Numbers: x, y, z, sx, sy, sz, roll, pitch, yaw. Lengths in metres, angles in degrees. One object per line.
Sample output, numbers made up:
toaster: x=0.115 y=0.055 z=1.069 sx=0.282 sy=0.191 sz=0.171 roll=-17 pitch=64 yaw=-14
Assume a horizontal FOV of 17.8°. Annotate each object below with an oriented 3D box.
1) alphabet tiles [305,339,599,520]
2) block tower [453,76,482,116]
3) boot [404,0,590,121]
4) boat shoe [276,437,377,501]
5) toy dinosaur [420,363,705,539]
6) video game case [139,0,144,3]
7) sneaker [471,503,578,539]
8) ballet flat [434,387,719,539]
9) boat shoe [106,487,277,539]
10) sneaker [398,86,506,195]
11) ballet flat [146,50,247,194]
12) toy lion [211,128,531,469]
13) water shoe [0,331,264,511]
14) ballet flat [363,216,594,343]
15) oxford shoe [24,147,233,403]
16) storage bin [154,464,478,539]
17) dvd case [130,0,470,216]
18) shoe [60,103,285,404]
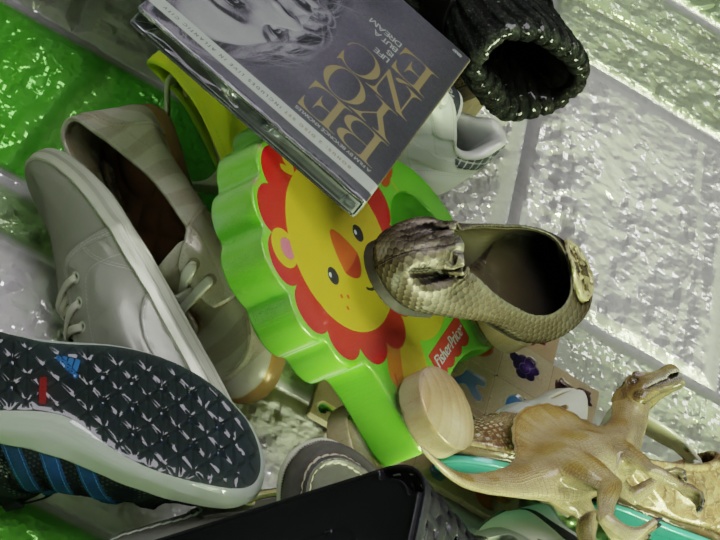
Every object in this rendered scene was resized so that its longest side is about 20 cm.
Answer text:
alphabet tiles: x=0.046 y=0.056 z=1.312 sx=0.200 sy=0.006 sz=0.167 roll=31 pitch=43 yaw=-11
block tower: x=-0.003 y=-0.167 z=1.427 sx=0.054 sy=0.058 sz=0.200 roll=-22 pitch=69 yaw=-46
boot: x=0.035 y=-0.175 z=1.359 sx=0.211 sy=0.079 sz=0.158 roll=6 pitch=51 yaw=-35
boat shoe: x=0.018 y=0.174 z=1.085 sx=0.067 sy=0.057 sz=0.201 roll=-22 pitch=101 yaw=-24
toy dinosaur: x=0.111 y=0.109 z=1.190 sx=0.200 sy=0.058 sz=0.101 roll=-19 pitch=58 yaw=-45
video game case: x=-0.157 y=-0.225 z=1.316 sx=0.018 sy=0.143 sz=0.200 roll=-33 pitch=75 yaw=-7
sneaker: x=0.143 y=0.197 z=1.212 sx=0.200 sy=0.074 sz=0.088 roll=47 pitch=38 yaw=12
ballet flat: x=0.123 y=0.101 z=1.270 sx=0.200 sy=0.070 sz=0.066 roll=21 pitch=73 yaw=-32
boat shoe: x=-0.051 y=0.142 z=1.126 sx=0.201 sy=0.072 sz=0.060 roll=-4 pitch=30 yaw=-26
sneaker: x=0.004 y=-0.106 z=1.309 sx=0.200 sy=0.080 sz=0.077 roll=36 pitch=38 yaw=-49
ballet flat: x=-0.070 y=-0.042 z=1.266 sx=0.067 sy=0.067 sz=0.201 roll=-16 pitch=74 yaw=-8
toy lion: x=0.000 y=0.000 z=1.206 sx=0.192 sy=0.069 sz=0.200 roll=60 pitch=29 yaw=-11
water shoe: x=-0.145 y=0.077 z=1.096 sx=0.199 sy=0.079 sz=0.072 roll=18 pitch=48 yaw=-15
ballet flat: x=0.075 y=-0.001 z=1.220 sx=0.200 sy=0.046 sz=0.068 roll=8 pitch=57 yaw=-53
oxford shoe: x=-0.128 y=0.022 z=1.171 sx=0.058 sy=0.075 sz=0.200 roll=-25 pitch=70 yaw=-17
storage bin: x=-0.038 y=0.181 z=0.985 sx=0.094 sy=0.200 sz=0.135 roll=50 pitch=35 yaw=-30
dvd case: x=-0.026 y=-0.121 z=1.218 sx=0.149 sy=0.016 sz=0.200 roll=41 pitch=32 yaw=-4
shoe: x=-0.102 y=-0.011 z=1.211 sx=0.053 sy=0.070 sz=0.200 roll=9 pitch=40 yaw=-46
